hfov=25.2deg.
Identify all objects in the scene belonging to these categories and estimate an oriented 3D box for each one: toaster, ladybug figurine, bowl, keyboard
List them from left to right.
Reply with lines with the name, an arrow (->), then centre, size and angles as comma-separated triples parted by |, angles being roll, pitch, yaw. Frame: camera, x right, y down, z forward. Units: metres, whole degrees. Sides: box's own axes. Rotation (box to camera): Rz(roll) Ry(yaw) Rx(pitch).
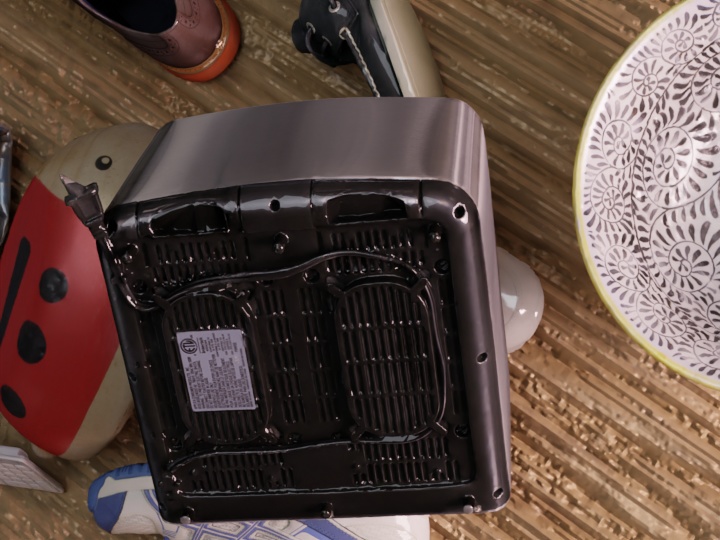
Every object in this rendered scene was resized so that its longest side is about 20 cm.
keyboard -> -0.273, 0.109, 0.957 | 0.198, 0.056, 0.011 | 6, 60, 20
ladybug figurine -> -0.158, 0.013, 0.893 | 0.136, 0.071, 0.202 | 34, 111, 55
toaster -> -0.024, 0.014, 0.773 | 0.179, 0.119, 0.202 | -5, 119, 9
bowl -> 0.210, -0.035, 0.781 | 0.199, 0.094, 0.203 | -3, 81, 19

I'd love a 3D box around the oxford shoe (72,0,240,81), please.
oxford shoe -> -0.157, -0.189, 0.952 | 0.199, 0.072, 0.071 | 36, 95, 21

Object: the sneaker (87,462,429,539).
sneaker -> -0.059, 0.145, 0.867 | 0.198, 0.075, 0.089 | -3, 85, 21

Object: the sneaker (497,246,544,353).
sneaker -> 0.000, 0.000, 0.865 | 0.198, 0.080, 0.077 | 14, 85, 19

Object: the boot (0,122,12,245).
boot -> -0.269, -0.002, 0.961 | 0.095, 0.073, 0.202 | 9, 84, 27

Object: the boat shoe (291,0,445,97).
boat shoe -> -0.011, -0.148, 0.895 | 0.066, 0.074, 0.201 | -26, 74, 16
